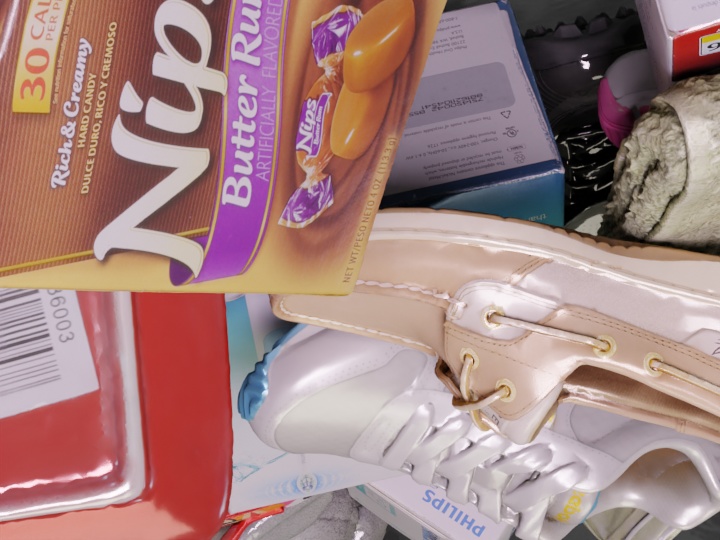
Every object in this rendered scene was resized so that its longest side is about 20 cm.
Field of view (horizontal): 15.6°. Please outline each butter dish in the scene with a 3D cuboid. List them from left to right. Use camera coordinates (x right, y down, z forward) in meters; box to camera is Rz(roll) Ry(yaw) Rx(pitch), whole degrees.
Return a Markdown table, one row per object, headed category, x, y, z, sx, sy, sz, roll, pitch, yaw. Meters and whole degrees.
| category | x | y | z | sx | sy | sz | roll | pitch | yaw |
| --- | --- | --- | --- | --- | --- | --- | --- | --- | --- |
| butter dish | -0.154 | 0.002 | 0.916 | 0.198 | 0.201 | 0.148 | -8 | -160 | -13 |

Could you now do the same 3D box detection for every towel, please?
| category | x | y | z | sx | sy | sz | roll | pitch | yaw |
| --- | --- | --- | --- | --- | --- | --- | --- | --- | --- |
| towel | 0.155 | -0.033 | 0.901 | 0.148 | 0.037 | 0.200 | -13 | 165 | -6 |

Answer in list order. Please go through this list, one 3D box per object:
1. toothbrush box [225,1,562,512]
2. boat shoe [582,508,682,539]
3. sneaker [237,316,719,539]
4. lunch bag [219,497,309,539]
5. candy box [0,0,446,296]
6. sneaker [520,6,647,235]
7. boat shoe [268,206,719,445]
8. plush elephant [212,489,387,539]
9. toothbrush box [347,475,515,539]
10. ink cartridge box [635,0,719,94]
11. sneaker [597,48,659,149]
| category | x | y | z | sx | sy | sz | roll | pitch | yaw |
| --- | --- | --- | --- | --- | --- | --- | --- | --- | --- |
| toothbrush box | 0.000 | 0.000 | 1.033 | 0.146 | 0.086 | 0.200 | -12 | 148 | -5 |
| boat shoe | 0.163 | 0.061 | 1.161 | 0.072 | 0.062 | 0.200 | -28 | 166 | -45 |
| sneaker | 0.052 | 0.054 | 0.968 | 0.199 | 0.081 | 0.077 | 2 | 144 | -26 |
| lunch bag | -0.110 | 0.059 | 1.176 | 0.199 | 0.177 | 0.082 | -14 | 173 | -3 |
| candy box | -0.060 | -0.055 | 0.787 | 0.056 | 0.117 | 0.200 | 26 | -166 | 34 |
| sneaker | 0.097 | -0.048 | 1.097 | 0.066 | 0.091 | 0.200 | -13 | 169 | -4 |
| boat shoe | 0.061 | 0.025 | 0.891 | 0.199 | 0.070 | 0.074 | 7 | 165 | 5 |
| plush elephant | -0.072 | 0.114 | 1.360 | 0.154 | 0.201 | 0.165 | -17 | 162 | 2 |
| toothbrush box | 0.079 | 0.041 | 1.258 | 0.200 | 0.085 | 0.146 | -57 | 173 | -7 |
| ink cartridge box | 0.188 | -0.118 | 0.862 | 0.199 | 0.084 | 0.176 | -14 | 171 | 5 |
| sneaker | 0.179 | -0.088 | 0.969 | 0.199 | 0.089 | 0.081 | -10 | 163 | -11 |
